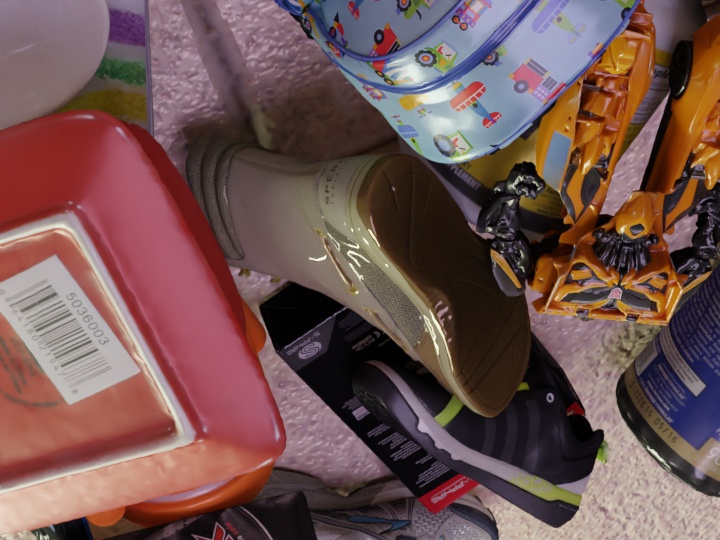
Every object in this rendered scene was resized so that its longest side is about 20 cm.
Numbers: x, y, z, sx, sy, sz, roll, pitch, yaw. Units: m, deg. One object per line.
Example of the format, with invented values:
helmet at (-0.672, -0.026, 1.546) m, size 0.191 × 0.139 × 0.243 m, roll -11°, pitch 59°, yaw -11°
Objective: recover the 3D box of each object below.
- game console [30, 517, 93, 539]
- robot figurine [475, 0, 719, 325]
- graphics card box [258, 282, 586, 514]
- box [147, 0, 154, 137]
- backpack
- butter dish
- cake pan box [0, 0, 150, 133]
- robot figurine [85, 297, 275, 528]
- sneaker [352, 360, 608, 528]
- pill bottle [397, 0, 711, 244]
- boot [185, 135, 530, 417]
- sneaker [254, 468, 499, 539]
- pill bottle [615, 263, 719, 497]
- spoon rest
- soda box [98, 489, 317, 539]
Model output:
game console at (-0.255, 0.098, 1.176) m, size 0.118 × 0.171 × 0.200 m, roll -36°, pitch 142°, yaw -22°
robot figurine at (0.142, -0.049, 1.093) m, size 0.144 × 0.058 × 0.201 m, roll 5°, pitch 126°, yaw -11°
graphics card box at (0.041, 0.057, 1.308) m, size 0.125 × 0.051 × 0.200 m, roll -34°, pitch 133°, yaw 10°
box at (-0.209, -0.084, 1.107) m, size 0.199 × 0.036 × 0.145 m, roll -9°, pitch 130°, yaw -12°
backpack at (0.041, -0.160, 1.025) m, size 0.183 × 0.200 × 0.134 m, roll -43°, pitch 130°, yaw 17°
butter dish at (-0.140, 0.005, 1.023) m, size 0.199 × 0.148 × 0.201 m, roll -16°, pitch 114°, yaw 23°
cake pan box at (-0.205, -0.080, 1.055) m, size 0.199 × 0.052 × 0.185 m, roll -7°, pitch 127°, yaw -15°
robot figurine at (-0.111, 0.066, 1.197) m, size 0.116 × 0.144 × 0.201 m, roll -14°, pitch 125°, yaw 1°
sneaker at (0.077, 0.085, 1.282) m, size 0.200 × 0.072 × 0.083 m, roll 33°, pitch 88°, yaw -39°
pill bottle at (0.116, -0.122, 1.144) m, size 0.114 × 0.114 × 0.200 m, roll 17°, pitch 120°, yaw -31°
boot at (0.000, 0.000, 1.178) m, size 0.072 × 0.154 × 0.200 m, roll -59°, pitch 136°, yaw -23°
sneaker at (0.003, 0.189, 1.380) m, size 0.199 × 0.086 × 0.078 m, roll 4°, pitch 128°, yaw -23°
pill bottle at (0.263, 0.040, 1.336) m, size 0.112 × 0.112 × 0.200 m, roll 22°, pitch 118°, yaw -33°
spoon rest at (-0.209, -0.087, 0.976) m, size 0.199 × 0.061 × 0.100 m, roll -28°, pitch 131°, yaw 3°
soda box at (-0.119, 0.187, 1.181) m, size 0.199 × 0.064 × 0.071 m, roll -14°, pitch 151°, yaw -8°
